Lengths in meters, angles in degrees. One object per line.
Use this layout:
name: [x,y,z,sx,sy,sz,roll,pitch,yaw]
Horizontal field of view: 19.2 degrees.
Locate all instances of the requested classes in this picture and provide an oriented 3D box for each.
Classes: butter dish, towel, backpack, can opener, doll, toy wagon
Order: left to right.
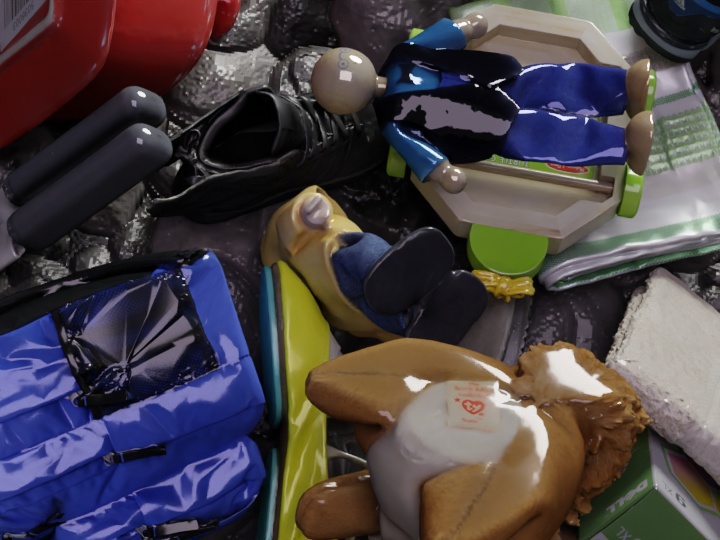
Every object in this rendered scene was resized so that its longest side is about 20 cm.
can opener: [-0.192,-0.041,1.220,0.200,0.066,0.053,-29,57,27]
backpack: [-0.162,0.087,1.186,0.200,0.163,0.168,-17,81,-14]
butter dish: [-0.140,-0.172,1.270,0.148,0.200,0.200,10,71,-31]
doll: [0.070,-0.103,1.260,0.199,0.049,0.137,5,55,-2]
toy wagon: [0.094,-0.068,1.294,0.155,0.040,0.200,10,65,1]
towel: [0.151,-0.095,1.347,0.149,0.031,0.200,-13,71,-14]
towel: [0.204,0.071,1.249,0.132,0.200,0.035,38,111,2]

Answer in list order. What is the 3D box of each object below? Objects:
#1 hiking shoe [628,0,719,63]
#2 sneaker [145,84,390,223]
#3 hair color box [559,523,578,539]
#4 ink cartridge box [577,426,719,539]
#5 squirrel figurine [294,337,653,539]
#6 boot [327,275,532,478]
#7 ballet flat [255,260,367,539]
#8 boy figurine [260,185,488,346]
hiking shoe: [0.256,-0.211,1.365,0.074,0.087,0.200,41,58,1]
sneaker: [-0.048,-0.078,1.280,0.199,0.104,0.060,-25,79,-15]
hair color box: [0.077,0.218,1.240,0.200,0.061,0.099,-34,82,-17]
ink cartridge box: [0.176,0.148,1.198,0.059,0.200,0.104,-40,105,19]
squirrel figurine: [0.063,0.132,1.144,0.200,0.187,0.142,-24,50,-29]
boot: [0.026,0.064,1.276,0.130,0.068,0.200,15,71,1]
ballet flat: [-0.027,0.095,1.220,0.067,0.067,0.201,2,82,-9]
boy figurine: [0.000,0.000,1.232,0.064,0.200,0.124,-44,113,-8]
